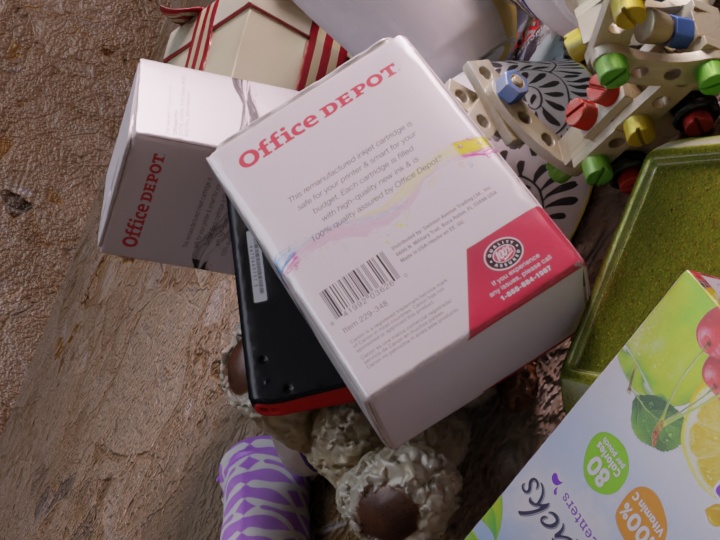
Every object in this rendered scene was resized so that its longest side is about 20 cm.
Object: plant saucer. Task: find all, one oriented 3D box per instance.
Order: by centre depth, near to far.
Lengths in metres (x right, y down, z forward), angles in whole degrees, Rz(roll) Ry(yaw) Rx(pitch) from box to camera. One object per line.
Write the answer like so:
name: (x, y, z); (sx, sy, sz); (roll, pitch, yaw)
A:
plant saucer: (0.180, 0.007, 0.721); (0.201, 0.048, 0.200); (-67, 19, -7)

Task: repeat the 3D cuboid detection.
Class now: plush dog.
plush dog: (0.034, 0.074, 0.921); (0.200, 0.160, 0.172); (42, 94, 28)

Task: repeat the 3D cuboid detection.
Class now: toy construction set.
toy construction set: (0.140, -0.110, 0.827); (0.200, 0.130, 0.093); (-28, 56, 54)

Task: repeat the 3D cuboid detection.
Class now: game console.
game console: (0.005, -0.013, 0.888); (0.031, 0.176, 0.201); (65, -167, -59)

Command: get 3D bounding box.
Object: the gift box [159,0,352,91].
gift box: (-0.088, -0.153, 1.220); (0.184, 0.199, 0.188); (-14, 55, 49)

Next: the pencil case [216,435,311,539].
pencil case: (-0.084, 0.221, 1.096); (0.085, 0.084, 0.201); (-20, 33, 14)

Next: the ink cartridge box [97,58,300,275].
ink cartridge box: (-0.093, -0.070, 1.076); (0.145, 0.199, 0.085); (119, 155, -48)

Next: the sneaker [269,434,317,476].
sneaker: (0.000, 0.090, 1.068); (0.200, 0.145, 0.081); (67, -168, -55)

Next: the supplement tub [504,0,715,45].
supplement tub: (0.156, -0.232, 0.934); (0.145, 0.144, 0.200); (-60, 19, 13)

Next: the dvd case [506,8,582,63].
dvd case: (0.134, -0.184, 1.125); (0.146, 0.022, 0.201); (-43, 30, 48)

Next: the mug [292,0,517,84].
mug: (0.056, -0.221, 1.072); (0.186, 0.153, 0.149); (-41, -9, 12)

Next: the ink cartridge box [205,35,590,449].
ink cartridge box: (0.022, -0.020, 0.821); (0.147, 0.086, 0.200); (-31, 59, -4)

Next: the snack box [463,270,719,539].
snack box: (0.136, 0.122, 0.612); (0.200, 0.053, 0.143); (-55, 44, 26)

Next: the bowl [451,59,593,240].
bowl: (0.078, -0.074, 0.993); (0.201, 0.094, 0.202); (-47, 33, 44)
